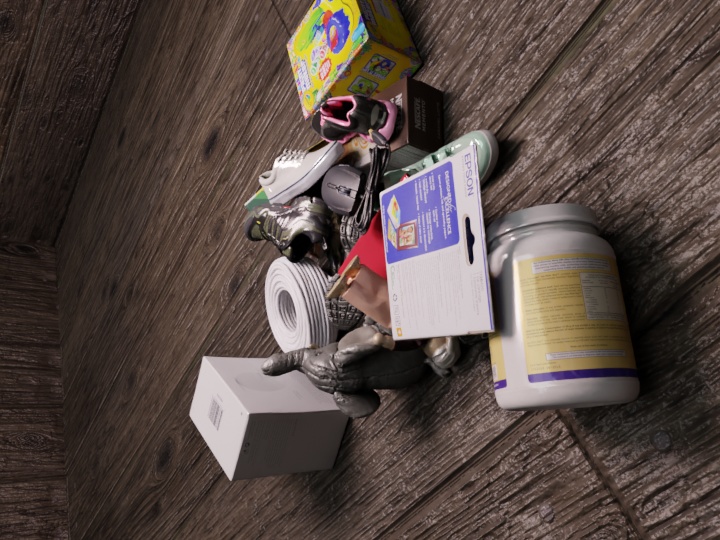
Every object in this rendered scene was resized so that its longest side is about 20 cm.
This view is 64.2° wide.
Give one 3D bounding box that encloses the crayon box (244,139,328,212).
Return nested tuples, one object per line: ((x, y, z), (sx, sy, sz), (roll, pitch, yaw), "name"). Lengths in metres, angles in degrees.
((-0.125, -0.178, 1.107), (0.051, 0.127, 0.199), (51, 135, -8), "crayon box")

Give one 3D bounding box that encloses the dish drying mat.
((0.037, -0.039, 0.822), (0.077, 0.018, 0.200), (53, 128, 22), "dish drying mat")

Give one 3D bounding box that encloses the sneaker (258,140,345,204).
((-0.108, -0.170, 0.962), (0.199, 0.071, 0.073), (-27, 21, 42), "sneaker")

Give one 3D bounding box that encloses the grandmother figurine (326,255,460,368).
((0.057, 0.061, 0.791), (0.122, 0.199, 0.061), (-54, 5, -21), "grandmother figurine")

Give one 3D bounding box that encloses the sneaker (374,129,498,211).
((0.096, -0.130, 0.813), (0.200, 0.118, 0.074), (-31, 76, 47), "sneaker")

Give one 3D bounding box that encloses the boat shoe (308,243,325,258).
((-0.115, -0.073, 1.083), (0.200, 0.071, 0.076), (-140, 54, -62), "boat shoe")

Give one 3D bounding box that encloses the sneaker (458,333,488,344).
((0.119, 0.010, 0.790), (0.080, 0.086, 0.201), (-44, 51, 39), "sneaker")

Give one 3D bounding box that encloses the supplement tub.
((0.208, 0.045, 0.622), (0.145, 0.145, 0.202), (-21, 66, 47), "supplement tub")

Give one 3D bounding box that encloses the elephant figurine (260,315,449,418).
((-0.010, 0.139, 0.819), (0.155, 0.199, 0.142), (-40, 73, 46), "elephant figurine")

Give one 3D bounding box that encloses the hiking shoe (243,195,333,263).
((-0.133, -0.063, 0.992), (0.199, 0.075, 0.102), (-10, 68, 38), "hiking shoe")

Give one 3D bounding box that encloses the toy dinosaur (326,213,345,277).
((-0.040, -0.026, 1.032), (0.088, 0.047, 0.202), (175, 101, -66), "toy dinosaur")

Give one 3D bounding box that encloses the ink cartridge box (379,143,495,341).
((0.095, -0.021, 0.677), (0.199, 0.047, 0.200), (-16, 76, 58), "ink cartridge box")

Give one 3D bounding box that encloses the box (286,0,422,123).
((-0.019, -0.385, 1.021), (0.193, 0.121, 0.201), (-42, 52, 39), "box")

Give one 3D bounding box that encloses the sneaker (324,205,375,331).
((0.000, 0.000, 0.935), (0.075, 0.091, 0.202), (14, 89, 19), "sneaker")

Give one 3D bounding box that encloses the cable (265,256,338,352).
((-0.110, 0.072, 1.043), (0.200, 0.069, 0.202), (43, 135, 44), "cable")

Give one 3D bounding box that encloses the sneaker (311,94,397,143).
((-0.033, -0.245, 0.900), (0.199, 0.095, 0.080), (14, 95, 53), "sneaker")

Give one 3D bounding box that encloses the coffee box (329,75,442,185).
((0.037, -0.219, 0.946), (0.199, 0.079, 0.116), (-16, 70, 49), "coffee box")

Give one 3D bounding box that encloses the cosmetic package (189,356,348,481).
((-0.161, 0.248, 0.999), (0.199, 0.199, 0.124), (31, 109, 50), "cosmetic package")

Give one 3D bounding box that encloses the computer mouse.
((-0.016, -0.147, 0.858), (0.200, 0.046, 0.142), (-128, 53, -63), "computer mouse")
